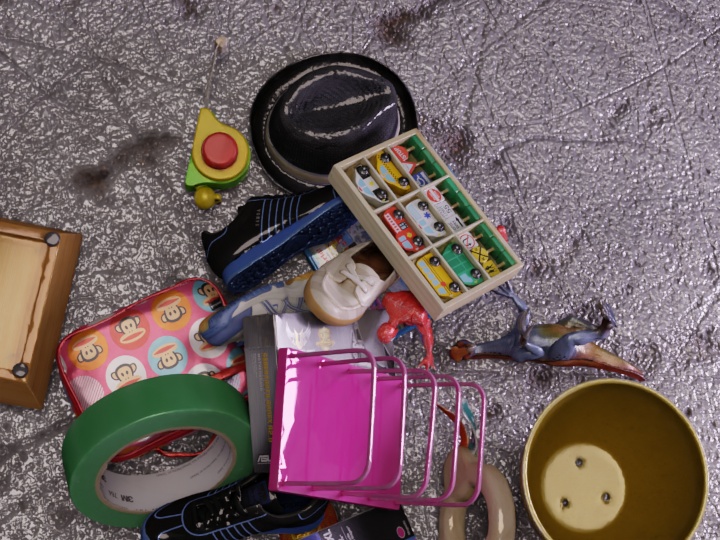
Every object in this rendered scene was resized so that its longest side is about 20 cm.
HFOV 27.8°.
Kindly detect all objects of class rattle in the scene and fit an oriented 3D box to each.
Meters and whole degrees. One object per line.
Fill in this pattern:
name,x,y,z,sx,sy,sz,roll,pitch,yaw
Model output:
rattle,0.156,0.240,1.581,0.141,0.131,0.202,1,57,-12

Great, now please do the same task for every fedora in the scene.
fedora,-0.027,-0.175,1.653,0.198,0.092,0.203,1,77,-6

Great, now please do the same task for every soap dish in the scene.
soap dish,-0.398,0.036,1.567,0.156,0.081,0.202,11,74,-4

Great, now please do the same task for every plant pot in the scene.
plant pot,0.254,0.228,1.564,0.198,0.142,0.202,2,76,-7

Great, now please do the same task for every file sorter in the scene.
file sorter,0.023,0.160,1.459,0.124,0.199,0.141,-6,73,38

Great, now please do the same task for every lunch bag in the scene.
lunch bag,-0.215,0.120,1.572,0.198,0.082,0.178,-25,85,-12

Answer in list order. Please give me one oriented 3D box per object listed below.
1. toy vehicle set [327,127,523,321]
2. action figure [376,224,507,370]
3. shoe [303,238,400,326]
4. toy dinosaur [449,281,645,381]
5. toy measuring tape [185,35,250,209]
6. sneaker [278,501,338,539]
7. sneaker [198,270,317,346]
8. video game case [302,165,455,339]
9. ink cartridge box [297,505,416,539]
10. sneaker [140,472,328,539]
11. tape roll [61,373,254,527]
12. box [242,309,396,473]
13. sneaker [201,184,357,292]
toy vehicle set,0.070,-0.053,1.577,0.124,0.027,0.201,-27,72,-33
action figure,0.085,0.033,1.612,0.065,0.100,0.200,26,50,31
shoe,0.000,0.000,1.554,0.070,0.200,0.054,39,120,7
toy dinosaur,0.197,0.089,1.622,0.180,0.105,0.201,-27,100,13
toy measuring tape,-0.151,-0.164,1.651,0.073,0.074,0.202,11,76,-4
sneaker,-0.044,0.296,1.548,0.072,0.077,0.201,-25,79,-10
sneaker,-0.088,0.060,1.557,0.199,0.075,0.089,-18,86,-51
video game case,0.053,-0.013,1.663,0.199,0.018,0.144,-29,82,-13
ink cartridge box,-0.006,0.306,1.507,0.199,0.037,0.095,-12,74,-53
sneaker,-0.128,0.243,1.491,0.198,0.078,0.071,-11,59,-13
tape roll,-0.204,0.187,1.492,0.198,0.201,0.048,-16,53,-10
box,-0.036,0.123,1.530,0.048,0.199,0.160,-7,85,37
sneaker,-0.083,-0.059,1.618,0.199,0.070,0.078,-31,65,-10
